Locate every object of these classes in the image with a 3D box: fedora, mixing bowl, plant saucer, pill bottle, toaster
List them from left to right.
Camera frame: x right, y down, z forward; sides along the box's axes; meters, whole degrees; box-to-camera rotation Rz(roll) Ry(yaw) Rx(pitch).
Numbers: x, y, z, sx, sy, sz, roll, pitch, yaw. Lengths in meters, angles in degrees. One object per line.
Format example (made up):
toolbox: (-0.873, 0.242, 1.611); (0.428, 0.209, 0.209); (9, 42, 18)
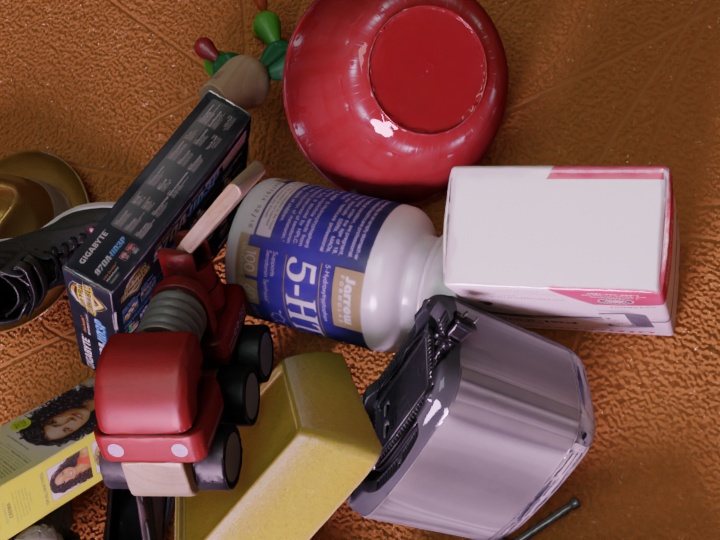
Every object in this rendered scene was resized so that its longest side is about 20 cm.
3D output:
fedora: (-0.364, -0.038, 0.969); (0.197, 0.082, 0.205); (-5, 74, 18)
plant saucer: (-0.081, 0.157, 0.757); (0.048, 0.200, 0.200); (40, 96, -17)
pill bottle: (0.000, 0.000, 0.805); (0.197, 0.120, 0.122); (13, 80, 23)
mixing bowl: (0.040, -0.153, 0.786); (0.196, 0.108, 0.204); (-1, 93, -11)
toaster: (0.079, 0.107, 0.709); (0.115, 0.127, 0.201); (-90, 24, -50)

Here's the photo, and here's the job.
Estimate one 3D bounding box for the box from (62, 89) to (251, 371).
box: (-0.161, -0.024, 0.812); (0.045, 0.160, 0.201); (28, 59, 7)

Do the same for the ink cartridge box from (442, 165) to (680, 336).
ink cartridge box: (0.152, -0.009, 0.708); (0.143, 0.200, 0.087); (2, 82, 20)

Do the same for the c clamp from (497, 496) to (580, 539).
c clamp: (0.115, 0.286, 0.703); (0.170, 0.027, 0.202); (-35, 43, 18)

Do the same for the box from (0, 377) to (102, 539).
box: (-0.267, 0.157, 0.777); (0.074, 0.199, 0.051); (17, 123, 35)

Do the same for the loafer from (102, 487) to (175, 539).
loafer: (-0.200, 0.250, 0.843); (0.071, 0.063, 0.204); (-4, 74, 19)

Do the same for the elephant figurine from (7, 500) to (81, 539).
elephant figurine: (-0.290, 0.233, 0.847); (0.153, 0.144, 0.200); (-17, 25, -16)

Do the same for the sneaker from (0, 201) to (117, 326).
sneaker: (-0.278, -0.002, 0.893); (0.197, 0.072, 0.099); (-17, 27, -15)

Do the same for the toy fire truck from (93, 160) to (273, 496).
toy fire truck: (-0.121, 0.035, 0.704); (0.126, 0.203, 0.177); (-2, 34, 11)

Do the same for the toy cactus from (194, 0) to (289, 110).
toy cactus: (-0.081, -0.189, 0.874); (0.197, 0.104, 0.165); (12, 35, 28)
